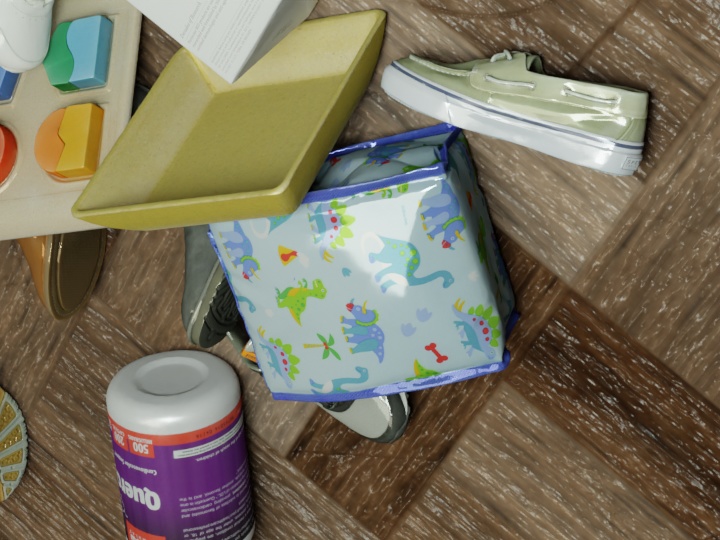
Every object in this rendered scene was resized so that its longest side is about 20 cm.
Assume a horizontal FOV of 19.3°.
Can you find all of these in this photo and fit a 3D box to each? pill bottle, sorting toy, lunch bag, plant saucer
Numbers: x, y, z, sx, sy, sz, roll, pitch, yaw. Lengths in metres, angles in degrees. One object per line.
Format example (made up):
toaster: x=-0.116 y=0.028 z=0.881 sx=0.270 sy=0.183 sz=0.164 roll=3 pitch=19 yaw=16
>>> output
pill bottle: x=-0.149 y=0.175 z=1.788 sx=0.112 sy=0.112 sz=0.201 roll=11 pitch=121 yaw=28
sorting toy: x=-0.257 y=-0.127 z=1.667 sx=0.184 sy=0.036 sz=0.201 roll=-6 pitch=75 yaw=31
lunch bag: x=0.000 y=0.000 z=1.562 sx=0.199 sy=0.128 sz=0.171 roll=-14 pitch=108 yaw=14
plant saucer: x=-0.086 y=-0.099 z=1.547 sx=0.199 sy=0.200 sz=0.049 roll=-5 pitch=133 yaw=36

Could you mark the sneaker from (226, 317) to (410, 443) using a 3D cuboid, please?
sneaker: x=-0.047 y=0.071 z=1.684 sx=0.200 sy=0.079 sz=0.074 roll=40 pitch=129 yaw=6

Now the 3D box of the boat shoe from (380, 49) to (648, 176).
boat shoe: x=0.111 y=-0.122 z=1.486 sx=0.199 sy=0.072 sz=0.062 roll=19 pitch=100 yaw=20

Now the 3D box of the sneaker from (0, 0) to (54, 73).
sneaker: x=-0.249 y=-0.248 z=1.609 sx=0.099 sy=0.078 sz=0.201 roll=10 pitch=107 yaw=34

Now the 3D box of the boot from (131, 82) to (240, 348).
boot: x=-0.165 y=-0.052 z=1.657 sx=0.199 sy=0.073 sz=0.183 roll=19 pitch=81 yaw=18

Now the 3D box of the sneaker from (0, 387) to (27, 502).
sneaker: x=-0.368 y=0.119 z=1.943 sx=0.087 sy=0.075 sz=0.201 roll=8 pitch=117 yaw=48

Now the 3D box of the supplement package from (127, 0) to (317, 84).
supplement package: x=-0.116 y=-0.256 z=1.495 sx=0.200 sy=0.121 sz=0.120 roll=38 pitch=133 yaw=3

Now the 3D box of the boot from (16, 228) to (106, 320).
boot: x=-0.300 y=-0.063 z=1.781 sx=0.155 sy=0.077 sz=0.201 roll=15 pitch=128 yaw=31
